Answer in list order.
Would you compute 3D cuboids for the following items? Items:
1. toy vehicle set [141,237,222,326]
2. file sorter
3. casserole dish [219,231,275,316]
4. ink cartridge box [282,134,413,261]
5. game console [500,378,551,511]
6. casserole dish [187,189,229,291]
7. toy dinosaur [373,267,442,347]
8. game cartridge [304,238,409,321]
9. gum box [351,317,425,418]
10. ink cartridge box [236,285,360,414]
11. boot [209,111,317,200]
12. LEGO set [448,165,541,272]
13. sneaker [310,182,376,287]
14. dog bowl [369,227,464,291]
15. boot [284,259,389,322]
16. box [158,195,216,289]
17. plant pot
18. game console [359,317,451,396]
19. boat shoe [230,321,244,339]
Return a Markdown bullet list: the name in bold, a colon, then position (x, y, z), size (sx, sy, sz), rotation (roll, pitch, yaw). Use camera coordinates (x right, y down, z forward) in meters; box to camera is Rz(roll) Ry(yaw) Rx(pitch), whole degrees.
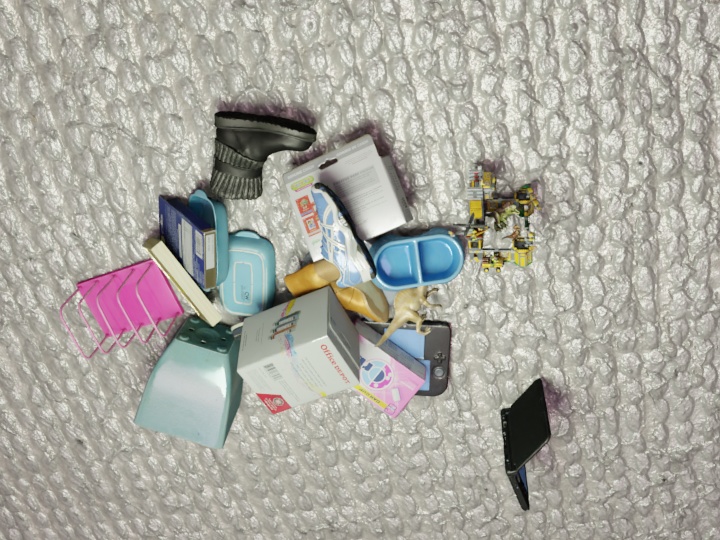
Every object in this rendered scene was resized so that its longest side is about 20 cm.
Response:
- **toy vehicle set**: position (-0.366, 0.022, 1.582), size (0.026, 0.124, 0.201), rotation (-41, 111, -15)
- **file sorter**: position (-0.503, 0.087, 1.626), size (0.197, 0.126, 0.141), rotation (-16, 114, 15)
- **casserole dish**: position (-0.239, 0.018, 1.600), size (0.119, 0.039, 0.203), rotation (7, 119, 4)
- **ink cartridge box**: position (-0.024, -0.138, 1.463), size (0.197, 0.084, 0.178), rotation (-21, 92, 17)
- **game console**: position (0.361, 0.364, 1.626), size (0.115, 0.201, 0.178), rotation (-18, 114, 16)
- **casserole dish**: position (-0.299, -0.060, 1.534), size (0.038, 0.120, 0.204), rotation (-10, 110, -37)
- **toy dinosaur**: position (0.102, 0.085, 1.576), size (0.101, 0.058, 0.201), rotation (37, 88, -28)
- **game cartridge**: position (0.000, 0.000, 1.573), size (0.200, 0.042, 0.133), rotation (42, 118, -15)
- **gum box**: position (0.036, 0.208, 1.629), size (0.199, 0.066, 0.114), rotation (35, 111, -7)
- **ink cartridge box**: position (-0.114, 0.155, 1.498), size (0.197, 0.146, 0.146), rotation (-20, 127, 16)
- **boot**: position (-0.184, -0.207, 1.458), size (0.207, 0.079, 0.161), rotation (11, 112, 13)
- **LEGO set**: position (0.252, -0.107, 1.401), size (0.151, 0.202, 0.117), rotation (6, 137, 19)
- **sneaker**: position (-0.046, -0.063, 1.395), size (0.076, 0.076, 0.202), rotation (-26, 90, 12)
- **dog bowl**: position (0.111, -0.019, 1.509), size (0.196, 0.050, 0.114), rotation (-8, 96, -2)
- **boot**: position (-0.047, 0.051, 1.558), size (0.143, 0.072, 0.201), rotation (-22, 128, 34)
- **box**: position (-0.343, -0.062, 1.528), size (0.032, 0.199, 0.123), rotation (-17, 126, -35)
- **plant pot**: position (-0.344, 0.220, 1.649), size (0.193, 0.196, 0.203), rotation (17, 111, -3)
- **game console**: position (0.093, 0.187, 1.662), size (0.196, 0.031, 0.180), rotation (3, 118, 5)
- **boat shoe**: position (-0.172, 0.132, 1.625), size (0.196, 0.075, 0.063), rotation (-5, 81, -8)
